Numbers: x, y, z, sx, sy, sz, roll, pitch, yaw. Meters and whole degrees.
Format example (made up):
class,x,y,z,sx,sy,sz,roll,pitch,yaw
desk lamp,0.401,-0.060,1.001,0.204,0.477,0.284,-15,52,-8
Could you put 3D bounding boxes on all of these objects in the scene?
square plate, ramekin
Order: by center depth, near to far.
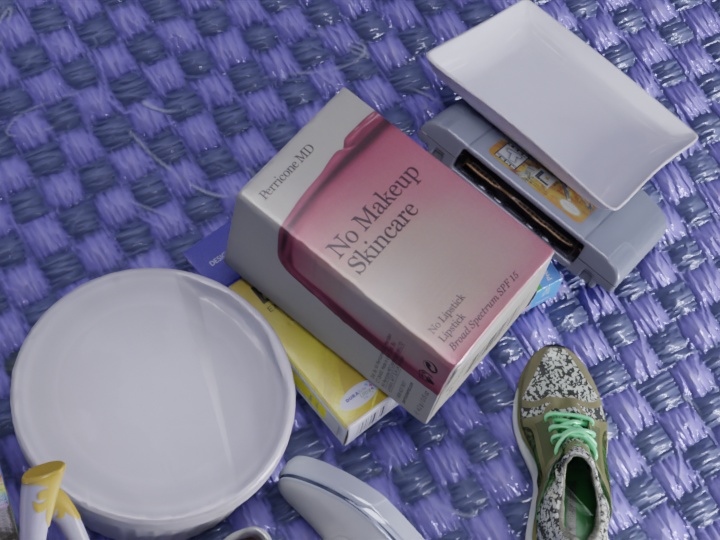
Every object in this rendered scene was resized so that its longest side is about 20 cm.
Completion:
class,x,y,z,sx,sy,sz,roll,pitch,yaw
ramekin,-0.151,0.106,1.265,0.201,0.094,0.203,4,62,-7
square plate,0.167,-0.137,1.444,0.198,0.028,0.200,41,36,10

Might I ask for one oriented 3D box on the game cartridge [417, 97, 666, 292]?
class,x,y,z,sx,sy,sz,roll,pitch,yaw
game cartridge,0.153,-0.074,1.414,0.200,0.042,0.133,39,40,9

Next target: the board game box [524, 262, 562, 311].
class,x,y,z,sx,sy,sz,roll,pitch,yaw
board game box,0.038,-0.003,1.387,0.199,0.037,0.152,-27,70,-20

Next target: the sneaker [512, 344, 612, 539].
class,x,y,z,sx,sy,sz,roll,pitch,yaw
sneaker,0.161,0.140,1.301,0.076,0.089,0.201,1,62,-8

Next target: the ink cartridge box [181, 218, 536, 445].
class,x,y,z,sx,sy,sz,roll,pitch,yaw
ink cartridge box,0.000,0.000,1.334,0.197,0.047,0.200,-36,76,-22

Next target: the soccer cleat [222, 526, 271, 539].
class,x,y,z,sx,sy,sz,roll,pitch,yaw
soccer cleat,-0.125,0.258,1.198,0.069,0.078,0.200,31,62,8

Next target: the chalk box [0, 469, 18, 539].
class,x,y,z,sx,sy,sz,roll,pitch,yaw
chalk box,-0.322,0.109,1.161,0.124,0.201,0.124,-26,51,-22

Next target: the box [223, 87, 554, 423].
class,x,y,z,sx,sy,sz,roll,pitch,yaw
box,0.018,-0.011,1.258,0.200,0.109,0.128,38,64,9

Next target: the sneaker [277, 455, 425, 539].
class,x,y,z,sx,sy,sz,roll,pitch,yaw
sneaker,0.010,0.215,1.246,0.200,0.073,0.071,39,60,12

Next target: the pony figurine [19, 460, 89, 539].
class,x,y,z,sx,sy,sz,roll,pitch,yaw
pony figurine,-0.246,0.231,1.116,0.192,0.167,0.201,-16,108,-7
